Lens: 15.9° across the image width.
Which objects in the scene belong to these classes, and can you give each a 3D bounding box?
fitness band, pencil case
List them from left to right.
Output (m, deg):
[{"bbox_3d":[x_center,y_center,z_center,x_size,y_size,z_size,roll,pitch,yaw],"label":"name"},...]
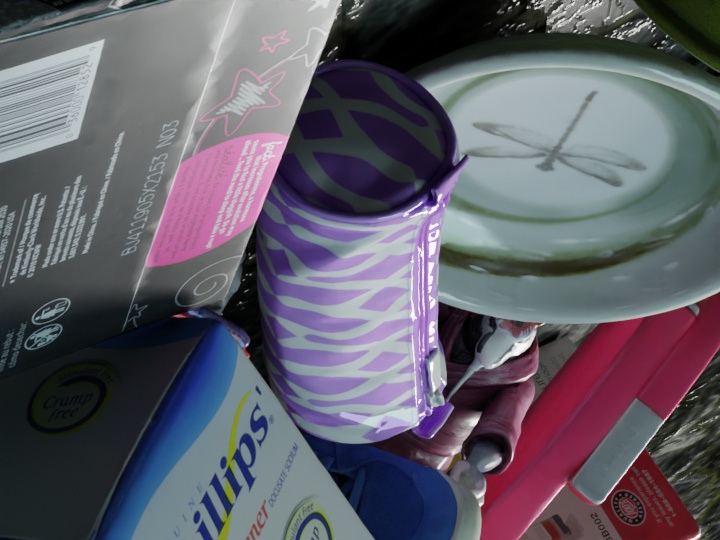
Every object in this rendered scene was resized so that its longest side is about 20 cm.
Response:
[{"bbox_3d":[0.000,0.000,1.059,0.084,0.085,0.200,-45,157,-22],"label":"pencil case"},{"bbox_3d":[0.110,0.069,1.250,0.200,0.037,0.144,-49,-175,-18],"label":"fitness band"}]

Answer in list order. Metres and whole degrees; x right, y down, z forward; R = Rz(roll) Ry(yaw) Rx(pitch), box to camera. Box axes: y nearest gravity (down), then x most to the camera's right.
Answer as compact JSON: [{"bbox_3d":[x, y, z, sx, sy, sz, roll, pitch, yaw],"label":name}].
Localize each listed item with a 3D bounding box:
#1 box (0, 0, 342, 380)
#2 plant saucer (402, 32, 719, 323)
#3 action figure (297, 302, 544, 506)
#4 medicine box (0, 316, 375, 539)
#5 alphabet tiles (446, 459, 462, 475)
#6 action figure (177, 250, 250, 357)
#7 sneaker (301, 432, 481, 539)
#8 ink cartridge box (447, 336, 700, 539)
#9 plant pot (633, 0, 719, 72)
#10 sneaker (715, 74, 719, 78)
[{"bbox_3d":[-0.101,-0.066,0.769,0.132,0.115,0.200,-20,155,-27],"label":"box"},{"bbox_3d":[0.085,-0.049,1.099,0.200,0.050,0.200,3,148,2],"label":"plant saucer"},{"bbox_3d":[0.038,0.069,1.244,0.149,0.134,0.200,-5,150,-50],"label":"action figure"},{"bbox_3d":[-0.100,0.111,0.928,0.200,0.182,0.103,57,46,-40],"label":"medicine box"},{"bbox_3d":[-0.018,0.172,1.275,0.200,0.008,0.167,-41,-175,18],"label":"alphabet tiles"},{"bbox_3d":[-0.131,0.040,1.048,0.193,0.105,0.200,-41,129,7],"label":"action figure"},{"bbox_3d":[-0.045,0.097,1.151,0.111,0.200,0.077,32,76,-37],"label":"sneaker"},{"bbox_3d":[0.064,0.145,1.441,0.200,0.145,0.083,-22,157,-26],"label":"ink cartridge box"},{"bbox_3d":[0.195,-0.184,0.862,0.200,0.200,0.193,-22,145,-27],"label":"plant pot"},{"bbox_3d":[0.158,-0.045,1.235,0.200,0.085,0.074,-17,153,-39],"label":"sneaker"}]
